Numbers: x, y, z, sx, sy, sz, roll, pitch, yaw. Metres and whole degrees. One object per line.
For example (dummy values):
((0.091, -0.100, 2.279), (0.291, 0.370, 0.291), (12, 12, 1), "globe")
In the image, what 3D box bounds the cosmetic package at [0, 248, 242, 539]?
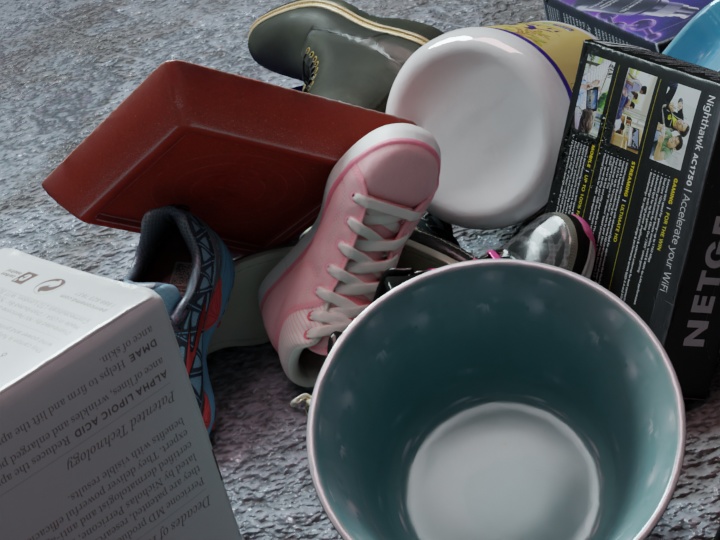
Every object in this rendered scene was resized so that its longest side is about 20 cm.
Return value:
((-0.195, 0.120, 1.030), (0.165, 0.200, 0.165), (-35, 33, -33), "cosmetic package")

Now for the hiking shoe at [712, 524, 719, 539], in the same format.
((0.229, 0.143, 0.879), (0.200, 0.101, 0.076), (-28, 30, -24), "hiking shoe")

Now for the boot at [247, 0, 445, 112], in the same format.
((-0.039, -0.163, 1.470), (0.200, 0.078, 0.138), (8, 36, 34), "boot")

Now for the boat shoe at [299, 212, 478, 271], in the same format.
((0.038, -0.016, 1.315), (0.066, 0.075, 0.199), (-43, 27, -24), "boat shoe")

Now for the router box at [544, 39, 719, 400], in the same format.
((0.182, -0.035, 1.141), (0.051, 0.200, 0.149), (3, 16, -31), "router box")

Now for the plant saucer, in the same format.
((-0.093, -0.066, 1.246), (0.200, 0.037, 0.200), (11, -28, -33), "plant saucer")

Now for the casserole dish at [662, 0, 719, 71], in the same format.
((0.268, -0.159, 1.306), (0.121, 0.039, 0.200), (-22, 21, 49), "casserole dish")

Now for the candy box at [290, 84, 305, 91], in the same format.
((-0.065, -0.093, 1.512), (0.200, 0.077, 0.169), (-13, 25, 6), "candy box")

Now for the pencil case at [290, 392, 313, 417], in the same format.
((0.062, 0.087, 1.091), (0.200, 0.078, 0.090), (-16, 70, -1), "pencil case")

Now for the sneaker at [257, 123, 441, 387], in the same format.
((0.000, 0.000, 1.211), (0.075, 0.200, 0.105), (17, 38, -29), "sneaker")

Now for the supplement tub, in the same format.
((0.121, -0.113, 1.333), (0.145, 0.146, 0.200), (0, 9, 28), "supplement tub")

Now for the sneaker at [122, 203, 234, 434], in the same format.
((-0.143, 0.045, 1.204), (0.079, 0.096, 0.200), (-2, 61, 14), "sneaker")

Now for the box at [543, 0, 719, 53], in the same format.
((0.267, -0.190, 1.497), (0.148, 0.104, 0.200), (-22, 27, -16), "box")

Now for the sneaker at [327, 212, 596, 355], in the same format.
((0.059, 0.024, 1.140), (0.200, 0.087, 0.074), (-38, 40, 10), "sneaker")

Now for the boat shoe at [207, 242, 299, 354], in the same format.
((-0.115, 0.027, 1.315), (0.200, 0.073, 0.062), (-27, 33, -13), "boat shoe")

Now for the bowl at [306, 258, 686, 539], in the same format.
((0.077, 0.105, 0.979), (0.200, 0.105, 0.201), (-4, 61, 6), "bowl")
